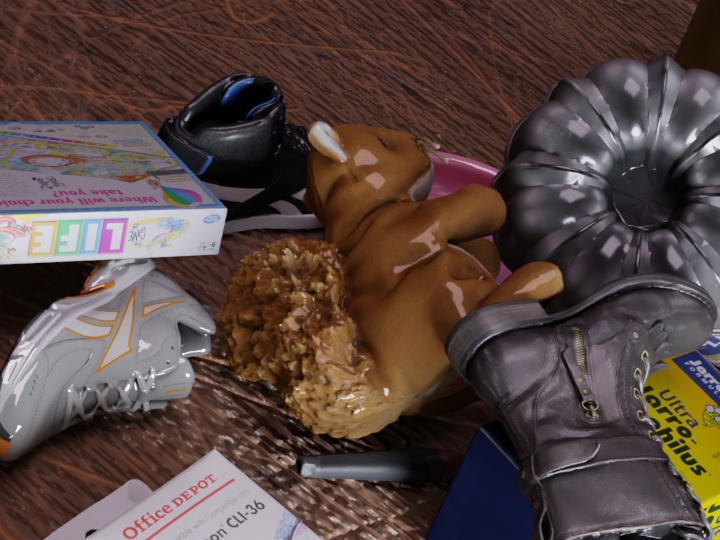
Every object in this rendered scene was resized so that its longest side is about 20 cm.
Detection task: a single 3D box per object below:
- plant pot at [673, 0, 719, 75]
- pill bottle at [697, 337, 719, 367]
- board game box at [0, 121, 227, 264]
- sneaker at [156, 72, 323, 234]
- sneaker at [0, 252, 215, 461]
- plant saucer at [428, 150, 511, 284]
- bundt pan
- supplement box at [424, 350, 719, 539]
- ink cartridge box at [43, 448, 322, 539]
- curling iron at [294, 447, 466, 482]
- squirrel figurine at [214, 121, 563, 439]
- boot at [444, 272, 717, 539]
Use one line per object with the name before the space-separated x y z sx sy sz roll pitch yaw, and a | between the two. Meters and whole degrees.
plant pot | 0.363 -0.184 1.671 0.192 0.197 0.201 12 33 -14
pill bottle | 0.251 0.004 1.408 0.199 0.111 0.111 27 30 -33
board game box | -0.202 -0.051 1.255 0.198 0.034 0.134 -2 29 -31
sneaker | -0.054 -0.088 1.396 0.199 0.112 0.073 -16 51 -40
sneaker | -0.151 0.058 1.204 0.092 0.076 0.200 32 39 6
plant saucer | 0.068 -0.005 1.408 0.199 0.051 0.201 14 39 -11
bundt pan | 0.182 -0.047 1.279 0.200 0.076 0.204 -1 80 3
supplement box | 0.156 0.142 1.223 0.199 0.109 0.110 -16 51 -40
ink cartridge box | -0.081 0.178 1.092 0.199 0.068 0.116 37 39 18
curling iron | 0.047 0.113 1.268 0.198 0.026 0.050 -6 82 -28
squirrel figurine | 0.000 0.000 1.256 0.199 0.142 0.187 -27 70 -12
boot | 0.153 0.092 1.146 0.198 0.070 0.175 -9 49 -25
